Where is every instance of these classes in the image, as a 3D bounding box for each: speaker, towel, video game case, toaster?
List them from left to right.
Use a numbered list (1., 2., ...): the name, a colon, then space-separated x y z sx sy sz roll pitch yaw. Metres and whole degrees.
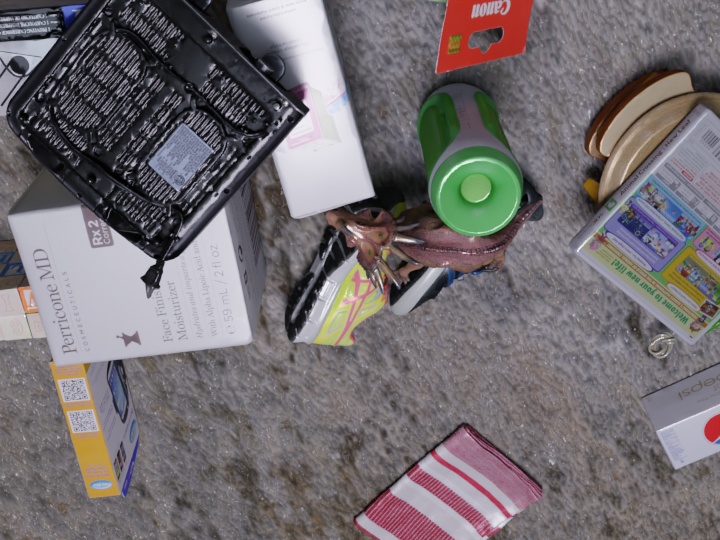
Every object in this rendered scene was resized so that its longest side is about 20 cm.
1. toaster: -0.160 -0.121 0.815 0.181 0.119 0.200 42 103 -5
2. towel: 0.107 0.291 1.251 0.144 0.023 0.200 39 111 -18
3. speaker: 0.098 -0.108 0.941 0.088 0.200 0.089 0 118 -1
4. video game case: 0.333 -0.039 1.012 0.199 0.022 0.182 34 106 -28

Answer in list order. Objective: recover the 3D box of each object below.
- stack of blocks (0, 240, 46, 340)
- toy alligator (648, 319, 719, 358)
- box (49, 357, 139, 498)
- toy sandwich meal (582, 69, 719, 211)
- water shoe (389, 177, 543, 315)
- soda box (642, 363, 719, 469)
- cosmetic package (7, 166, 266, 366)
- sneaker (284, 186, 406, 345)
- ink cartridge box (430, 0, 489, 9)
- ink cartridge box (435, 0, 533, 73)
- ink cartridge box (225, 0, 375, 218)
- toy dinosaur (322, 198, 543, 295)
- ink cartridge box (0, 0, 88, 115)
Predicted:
1. stack of blocks: -0.399 0.023 1.053 0.198 0.115 0.059 -5 118 3
2. toy alligator: 0.404 0.036 1.106 0.200 0.060 0.054 -37 153 17
3. box: -0.286 0.151 1.119 0.041 0.119 0.202 -4 117 2
4. toy sandwich meal: 0.314 -0.101 1.027 0.203 0.070 0.207 -6 120 -10
5. water shoe: 0.111 -0.015 1.063 0.079 0.072 0.200 33 113 -19
6. soda box: 0.428 0.145 1.151 0.199 0.068 0.064 -26 115 13
7. cosmetic package: -0.208 -0.026 1.001 0.198 0.165 0.166 -8 116 4
8. sneaker: 0.000 0.000 1.076 0.090 0.078 0.201 20 118 -27
9. ink cartridge box: 0.083 -0.344 0.897 0.103 0.059 0.201 8 118 -5
10. ink cartridge box: 0.141 -0.272 0.883 0.050 0.162 0.202 25 120 31
11. ink cartridge box: -0.053 -0.170 0.938 0.084 0.145 0.201 -13 117 3
12. toy dinosaur: 0.072 -0.026 0.957 0.198 0.135 0.087 -4 93 14
13. ink cartridge box: -0.260 -0.191 0.890 0.198 0.044 0.095 -5 120 -3
